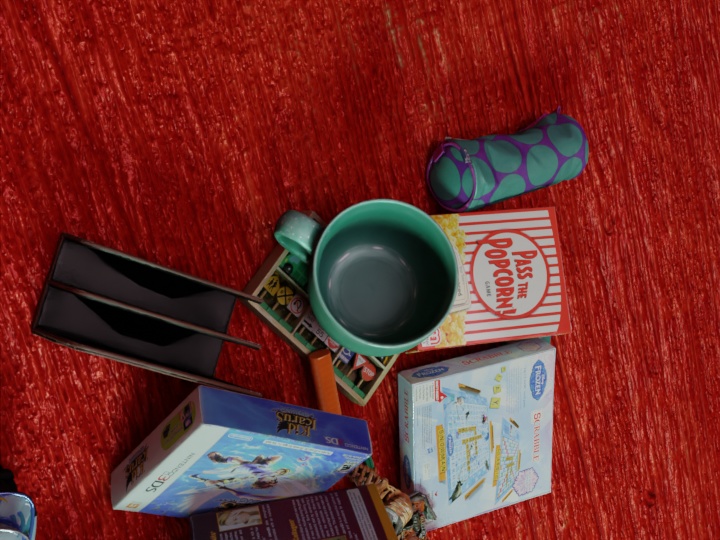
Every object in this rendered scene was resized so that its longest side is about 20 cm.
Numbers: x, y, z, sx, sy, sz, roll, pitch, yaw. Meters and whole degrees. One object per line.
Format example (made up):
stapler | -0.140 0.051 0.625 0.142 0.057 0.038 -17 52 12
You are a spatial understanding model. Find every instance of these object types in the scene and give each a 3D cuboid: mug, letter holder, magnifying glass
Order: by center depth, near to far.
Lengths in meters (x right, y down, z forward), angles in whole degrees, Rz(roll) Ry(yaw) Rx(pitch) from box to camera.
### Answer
letter holder | -0.188 0.046 0.968 0.198 0.142 0.102 20 84 -33
mug | 0.011 -0.001 1.071 0.151 0.114 0.186 -28 83 -12
magnifying glass | -0.030 0.183 1.141 0.079 0.022 0.202 -19 116 -24

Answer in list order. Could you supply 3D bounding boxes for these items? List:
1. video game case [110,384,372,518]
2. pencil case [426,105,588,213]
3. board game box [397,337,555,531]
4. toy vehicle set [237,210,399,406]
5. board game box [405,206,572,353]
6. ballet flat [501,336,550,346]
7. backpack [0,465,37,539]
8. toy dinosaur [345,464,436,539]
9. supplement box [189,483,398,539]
video game case | -0.119 0.194 1.012 0.198 0.181 0.046 17 46 -34
pencil case | 0.179 -0.134 1.224 0.198 0.085 0.093 -17 83 -31
board game box | 0.141 0.198 1.223 0.197 0.041 0.203 -10 112 -23
toy vehicle set | -0.030 0.044 1.140 0.200 0.026 0.125 44 71 -28
board game box | 0.140 0.009 1.182 0.197 0.046 0.154 -6 84 -19
ballet flat | 0.203 0.036 1.263 0.070 0.066 0.203 5 88 -70
backpack | -0.374 0.285 0.869 0.181 0.146 0.203 4 95 -31
toy dinosaur | 0.018 0.289 1.153 0.135 0.102 0.201 -41 95 -21
supplement box | -0.065 0.293 1.008 0.197 0.111 0.087 -7 116 -12
